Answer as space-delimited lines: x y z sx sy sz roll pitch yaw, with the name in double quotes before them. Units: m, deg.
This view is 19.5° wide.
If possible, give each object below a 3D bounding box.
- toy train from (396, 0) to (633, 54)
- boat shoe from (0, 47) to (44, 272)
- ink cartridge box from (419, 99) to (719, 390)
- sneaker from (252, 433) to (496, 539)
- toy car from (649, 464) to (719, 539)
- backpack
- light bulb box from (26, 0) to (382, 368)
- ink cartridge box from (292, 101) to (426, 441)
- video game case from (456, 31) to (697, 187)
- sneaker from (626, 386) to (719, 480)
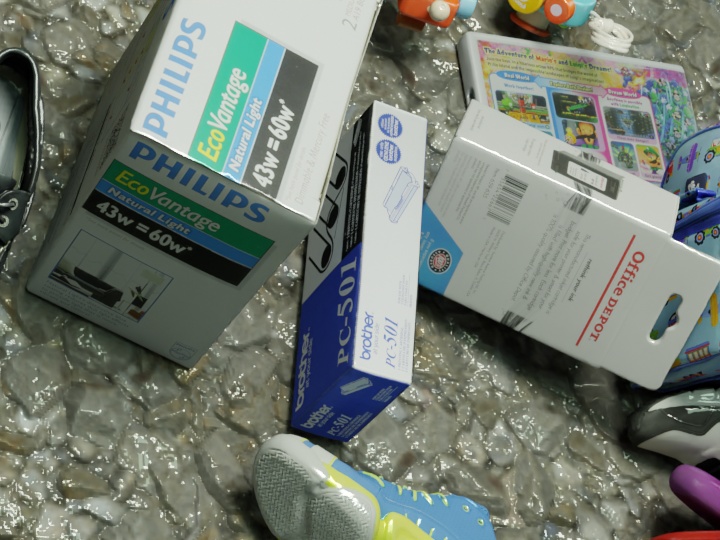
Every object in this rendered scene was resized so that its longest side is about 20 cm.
"toy train" 0.096 -0.196 1.552 0.199 0.056 0.151 13 36 -21
"boat shoe" -0.235 -0.055 1.294 0.074 0.066 0.200 27 53 -14
"ink cartridge box" 0.137 -0.016 1.420 0.199 0.116 0.067 26 29 0
"sneaker" 0.020 0.165 1.319 0.200 0.076 0.105 49 39 -6
"toy car" 0.264 0.183 1.390 0.149 0.175 0.201 22 78 33
"backpack" 0.269 -0.019 1.464 0.134 0.182 0.202 6 78 -25
"light bulb box" -0.096 -0.082 1.303 0.124 0.200 0.199 26 54 -14
"ink cartridge box" 0.000 0.000 1.368 0.044 0.094 0.201 17 56 -20
"video game case" 0.174 -0.085 1.571 0.199 0.024 0.183 6 60 -26
"sneaker" 0.279 0.134 1.475 0.199 0.074 0.081 12 70 -17
